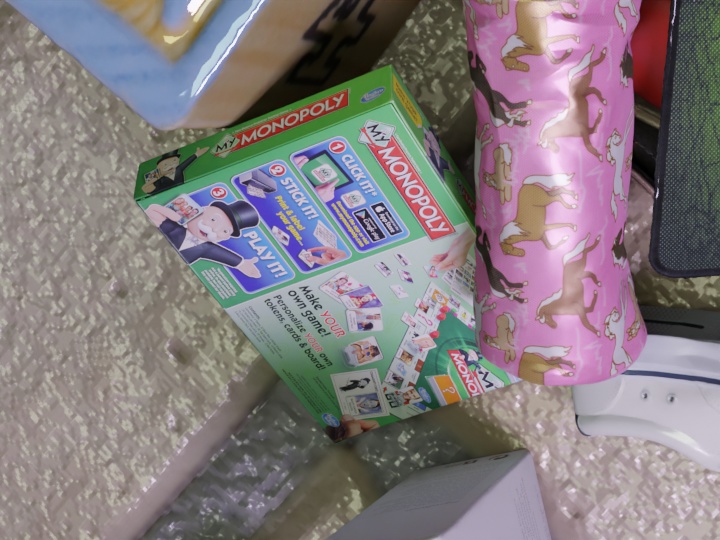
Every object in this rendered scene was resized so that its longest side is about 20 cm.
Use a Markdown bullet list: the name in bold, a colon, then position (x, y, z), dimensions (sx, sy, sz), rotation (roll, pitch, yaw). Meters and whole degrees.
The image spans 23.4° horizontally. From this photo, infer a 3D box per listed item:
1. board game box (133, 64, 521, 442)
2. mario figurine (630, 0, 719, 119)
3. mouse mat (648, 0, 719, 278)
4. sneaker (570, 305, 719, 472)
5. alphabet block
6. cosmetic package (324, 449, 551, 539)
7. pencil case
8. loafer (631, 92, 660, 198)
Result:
- **board game box**: position (0.000, 0.000, 0.846), dimensions (0.134, 0.029, 0.200), rotation (-20, 132, 18)
- **mario figurine**: position (0.199, -0.143, 0.772), dimensions (0.200, 0.106, 0.124), rotation (-29, 85, 19)
- **mouse mat**: position (0.207, -0.085, 0.740), dimensions (0.161, 0.008, 0.200), rotation (-4, 121, -5)
- **sneaker**: position (0.192, 0.062, 0.832), dimensions (0.200, 0.073, 0.071), rotation (8, 111, 36)
- **alphabet block**: position (-0.066, -0.196, 0.829), dimensions (0.195, 0.200, 0.196), rotation (42, 106, 10)
- **cosmetic package**: position (0.041, 0.155, 0.823), dimensions (0.074, 0.200, 0.102), rotation (-14, 90, 19)
- **pencil case**: position (0.087, -0.049, 0.767), dimensions (0.083, 0.087, 0.200), rotation (-12, 119, -13)
- **loafer**: position (0.156, -0.048, 0.829), dimensions (0.200, 0.063, 0.072), rotation (42, 142, 13)
